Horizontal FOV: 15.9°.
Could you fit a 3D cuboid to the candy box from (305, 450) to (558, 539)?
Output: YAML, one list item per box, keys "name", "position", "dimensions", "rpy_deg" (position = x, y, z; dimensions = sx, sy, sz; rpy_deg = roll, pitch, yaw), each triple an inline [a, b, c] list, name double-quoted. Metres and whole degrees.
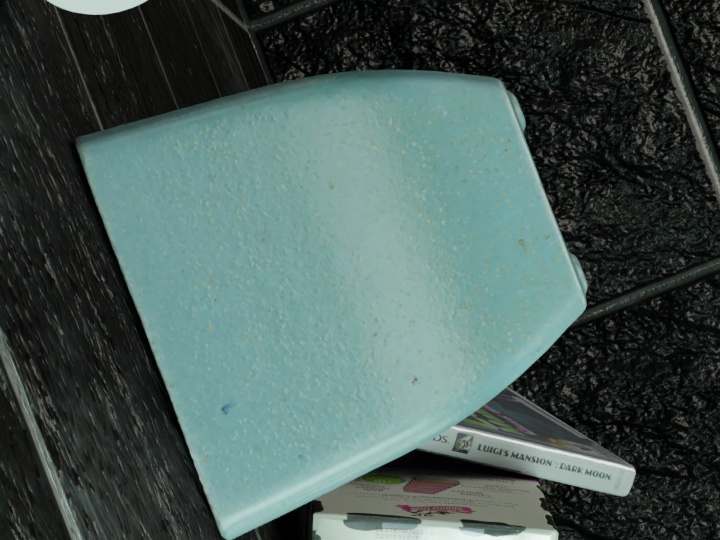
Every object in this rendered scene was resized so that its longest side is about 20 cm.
- name: "candy box"
  position: [0.036, 0.149, 1.481]
  dimensions: [0.200, 0.136, 0.061]
  rpy_deg: [-93, -172, -82]

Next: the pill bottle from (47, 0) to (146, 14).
- name: "pill bottle"
  position: [-0.132, -0.206, 1.167]
  dimensions: [0.104, 0.104, 0.200]
  rpy_deg: [67, 3, -45]

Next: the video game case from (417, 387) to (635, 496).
- name: "video game case"
  position: [0.044, 0.079, 1.565]
  dimensions: [0.200, 0.181, 0.023]
  rpy_deg: [32, -75, 58]

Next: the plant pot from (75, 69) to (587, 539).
- name: "plant pot"
  position: [0.000, 0.000, 1.253]
  dimensions: [0.196, 0.199, 0.197]
  rpy_deg: [45, 24, -86]
